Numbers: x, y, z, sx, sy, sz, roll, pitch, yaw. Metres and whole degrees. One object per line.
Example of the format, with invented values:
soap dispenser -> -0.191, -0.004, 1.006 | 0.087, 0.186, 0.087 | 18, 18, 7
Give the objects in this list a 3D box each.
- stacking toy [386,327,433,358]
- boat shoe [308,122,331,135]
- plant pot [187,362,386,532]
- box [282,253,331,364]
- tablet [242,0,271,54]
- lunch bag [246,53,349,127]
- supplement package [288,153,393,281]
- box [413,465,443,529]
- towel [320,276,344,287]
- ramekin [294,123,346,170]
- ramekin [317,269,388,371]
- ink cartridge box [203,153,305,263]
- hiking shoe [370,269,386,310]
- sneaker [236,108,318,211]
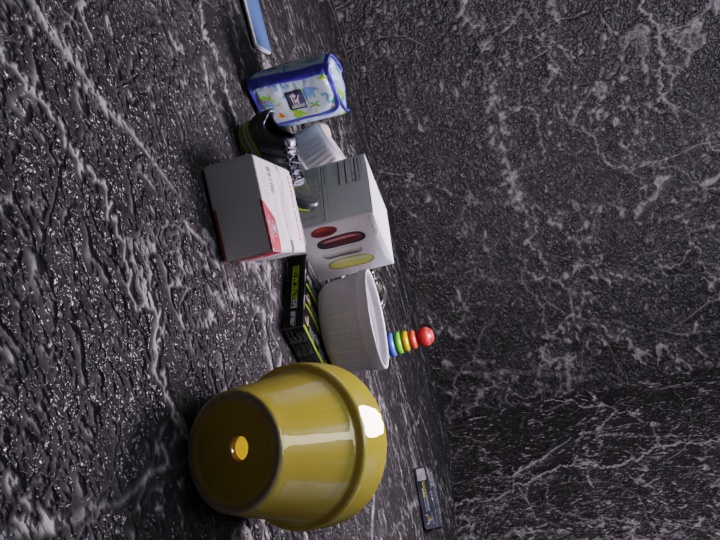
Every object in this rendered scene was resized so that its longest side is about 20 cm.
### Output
stacking toy -> 0.116, 0.210, 1.950 | 0.085, 0.197, 0.087 | -13, 90, -80
boat shoe -> -0.102, -0.287, 1.757 | 0.069, 0.073, 0.203 | -10, 86, -69
plant pot -> -0.093, 0.208, 0.799 | 0.188, 0.198, 0.204 | 21, 55, -61
box -> -0.096, 0.105, 1.317 | 0.195, 0.047, 0.202 | -90, 165, -46
tablet -> -0.240, -0.583, 1.482 | 0.130, 0.013, 0.203 | -54, 131, -78
lunch bag -> -0.123, -0.369, 1.373 | 0.200, 0.167, 0.130 | 3, 75, -81
supplement package -> -0.053, -0.098, 1.370 | 0.192, 0.197, 0.149 | 62, 17, -55
box -> 0.235, 0.786, 2.331 | 0.158, 0.050, 0.203 | 55, 23, -65
towel -> -0.063, -0.012, 1.546 | 0.166, 0.084, 0.203 | 60, 19, -62
ramekin -> -0.080, -0.235, 1.517 | 0.204, 0.094, 0.203 | 54, 7, -10
ramekin -> -0.015, 0.106, 1.349 | 0.200, 0.103, 0.204 | -11, 90, -82
ink cartridge box -> -0.161, -0.092, 1.073 | 0.200, 0.082, 0.149 | -6, 83, -81
hiking shoe -> 0.000, 0.000, 1.489 | 0.101, 0.075, 0.202 | 48, 22, -59
sneaker -> -0.136, -0.193, 1.189 | 0.201, 0.081, 0.074 | 53, 36, -3
